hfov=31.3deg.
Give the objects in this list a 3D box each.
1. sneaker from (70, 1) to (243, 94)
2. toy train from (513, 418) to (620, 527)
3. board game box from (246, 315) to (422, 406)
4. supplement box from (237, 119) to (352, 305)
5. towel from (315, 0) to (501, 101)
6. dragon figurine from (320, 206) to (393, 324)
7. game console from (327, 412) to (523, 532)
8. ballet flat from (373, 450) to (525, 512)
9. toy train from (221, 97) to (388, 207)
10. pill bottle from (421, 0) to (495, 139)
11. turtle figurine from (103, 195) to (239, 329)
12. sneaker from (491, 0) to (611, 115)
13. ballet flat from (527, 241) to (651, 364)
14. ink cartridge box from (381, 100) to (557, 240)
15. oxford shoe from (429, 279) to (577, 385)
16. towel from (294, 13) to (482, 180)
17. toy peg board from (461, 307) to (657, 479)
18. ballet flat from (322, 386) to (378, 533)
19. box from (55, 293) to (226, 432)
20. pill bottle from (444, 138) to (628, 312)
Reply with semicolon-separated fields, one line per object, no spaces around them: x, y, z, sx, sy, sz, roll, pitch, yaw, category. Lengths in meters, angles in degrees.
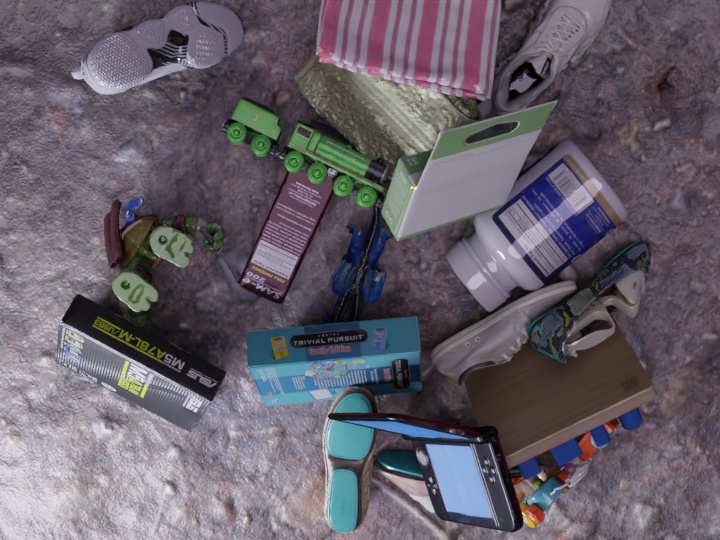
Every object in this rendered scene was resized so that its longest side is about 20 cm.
-0.240;-0.258;1.492;0.199;0.115;0.076;-24;104;-30;sneaker
0.243;0.228;1.542;0.056;0.200;0.151;42;113;12;toy train
-0.027;0.109;1.529;0.198;0.151;0.047;-6;67;1;board game box
-0.074;-0.070;1.510;0.060;0.109;0.201;25;102;-4;supplement box
0.056;-0.267;1.373;0.198;0.030;0.148;12;67;-10;towel
0.000;0.000;1.511;0.058;0.100;0.201;15;136;-5;dragon figurine
0.070;0.225;1.453;0.118;0.200;0.174;-19;92;-24;game console
0.113;0.269;1.606;0.198;0.068;0.068;4;110;1;ballet flat
-0.058;-0.131;1.424;0.199;0.042;0.057;25;90;-3;toy train
0.083;-0.213;1.474;0.115;0.116;0.201;-22;101;5;pill bottle
-0.216;0.006;1.486;0.143;0.194;0.202;-17;98;-4;turtle figurine
0.221;-0.258;1.482;0.075;0.081;0.200;38;99;-5;sneaker
0.289;0.044;1.521;0.200;0.074;0.075;-38;100;-15;ballet flat
0.112;-0.119;1.369;0.144;0.201;0.048;-17;63;-22;ink cartridge box
0.179;0.076;1.551;0.199;0.075;0.058;-32;73;9;oxford shoe
0.027;-0.189;1.424;0.200;0.036;0.149;44;127;5;towel
0.243;0.163;1.523;0.199;0.200;0.098;-27;117;6;toy peg board
-0.013;0.226;1.594;0.070;0.065;0.202;12;110;7;ballet flat
-0.263;0.114;1.513;0.192;0.200;0.048;31;68;-5;box
0.202;-0.048;1.507;0.200;0.120;0.120;-39;99;9;pill bottle
